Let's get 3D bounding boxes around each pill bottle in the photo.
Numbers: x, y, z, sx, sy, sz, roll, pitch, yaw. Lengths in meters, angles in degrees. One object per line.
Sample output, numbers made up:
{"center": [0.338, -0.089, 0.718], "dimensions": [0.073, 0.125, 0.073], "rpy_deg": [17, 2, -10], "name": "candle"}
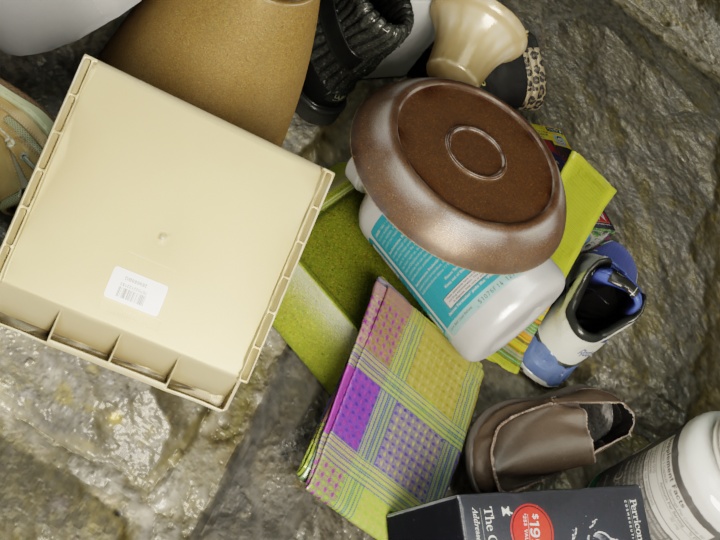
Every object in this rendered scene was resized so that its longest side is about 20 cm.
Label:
{"center": [0.290, 0.190, 0.896], "dimensions": [0.112, 0.200, 0.114], "rpy_deg": [17, 52, -23], "name": "pill bottle"}
{"center": [0.073, -0.030, 0.895], "dimensions": [0.110, 0.111, 0.200], "rpy_deg": [-26, 71, -41], "name": "pill bottle"}

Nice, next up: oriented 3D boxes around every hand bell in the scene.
{"center": [0.073, -0.154, 0.997], "dimensions": [0.104, 0.104, 0.201], "rpy_deg": [30, 73, -12], "name": "hand bell"}

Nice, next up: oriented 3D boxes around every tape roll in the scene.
{"center": [-0.240, -0.268, 0.868], "dimensions": [0.066, 0.198, 0.202], "rpy_deg": [58, 33, -42], "name": "tape roll"}

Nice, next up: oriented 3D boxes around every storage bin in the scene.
{"center": [-0.151, -0.026, 0.779], "dimensions": [0.199, 0.094, 0.200], "rpy_deg": [24, 87, -17], "name": "storage bin"}

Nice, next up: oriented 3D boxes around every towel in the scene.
{"center": [0.168, -0.004, 0.966], "dimensions": [0.018, 0.201, 0.086], "rpy_deg": [29, -1, 40], "name": "towel"}
{"center": [0.031, 0.120, 0.856], "dimensions": [0.143, 0.023, 0.201], "rpy_deg": [41, 54, -28], "name": "towel"}

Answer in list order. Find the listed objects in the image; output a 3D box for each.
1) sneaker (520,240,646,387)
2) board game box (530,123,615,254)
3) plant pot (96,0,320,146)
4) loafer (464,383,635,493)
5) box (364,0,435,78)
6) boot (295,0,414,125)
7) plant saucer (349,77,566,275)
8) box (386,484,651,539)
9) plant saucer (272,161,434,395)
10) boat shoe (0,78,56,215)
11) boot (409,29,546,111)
{"center": [0.241, 0.028, 1.032], "dimensions": [0.081, 0.115, 0.199], "rpy_deg": [46, 47, 2], "name": "sneaker"}
{"center": [0.146, -0.067, 1.048], "dimensions": [0.198, 0.062, 0.201], "rpy_deg": [6, 48, -29], "name": "board game box"}
{"center": [-0.117, -0.194, 0.895], "dimensions": [0.185, 0.200, 0.188], "rpy_deg": [17, 51, -22], "name": "plant pot"}
{"center": [0.170, 0.143, 0.924], "dimensions": [0.199, 0.071, 0.074], "rpy_deg": [-18, 99, -40], "name": "loafer"}
{"center": [0.001, -0.320, 1.104], "dimensions": [0.097, 0.124, 0.201], "rpy_deg": [-12, 68, -37], "name": "box"}
{"center": [-0.038, -0.266, 1.020], "dimensions": [0.079, 0.158, 0.212], "rpy_deg": [-18, 71, -39], "name": "boot"}
{"center": [0.088, -0.087, 0.851], "dimensions": [0.198, 0.032, 0.202], "rpy_deg": [15, 51, -19], "name": "plant saucer"}
{"center": [0.131, 0.270, 0.784], "dimensions": [0.181, 0.104, 0.202], "rpy_deg": [4, 69, -32], "name": "box"}
{"center": [0.000, 0.000, 0.942], "dimensions": [0.200, 0.048, 0.200], "rpy_deg": [48, 48, 4], "name": "plant saucer"}
{"center": [-0.258, -0.077, 0.820], "dimensions": [0.199, 0.072, 0.076], "rpy_deg": [37, 63, -4], "name": "boat shoe"}
{"center": [0.119, -0.258, 1.174], "dimensions": [0.149, 0.073, 0.202], "rpy_deg": [-6, 68, -34], "name": "boot"}
